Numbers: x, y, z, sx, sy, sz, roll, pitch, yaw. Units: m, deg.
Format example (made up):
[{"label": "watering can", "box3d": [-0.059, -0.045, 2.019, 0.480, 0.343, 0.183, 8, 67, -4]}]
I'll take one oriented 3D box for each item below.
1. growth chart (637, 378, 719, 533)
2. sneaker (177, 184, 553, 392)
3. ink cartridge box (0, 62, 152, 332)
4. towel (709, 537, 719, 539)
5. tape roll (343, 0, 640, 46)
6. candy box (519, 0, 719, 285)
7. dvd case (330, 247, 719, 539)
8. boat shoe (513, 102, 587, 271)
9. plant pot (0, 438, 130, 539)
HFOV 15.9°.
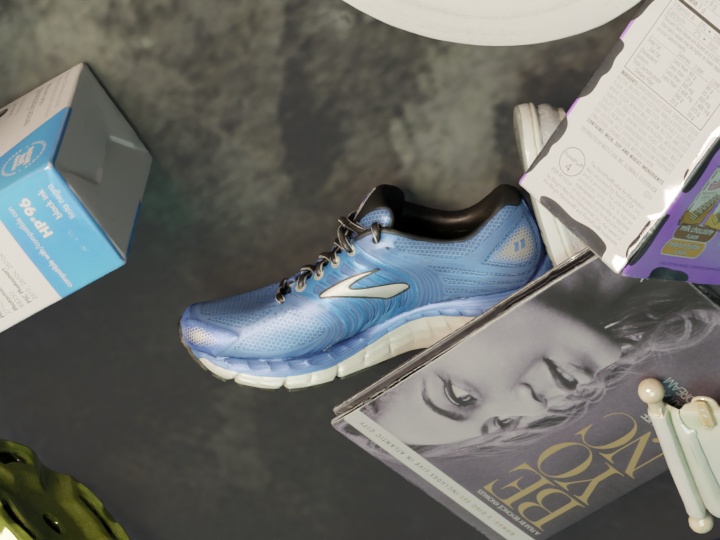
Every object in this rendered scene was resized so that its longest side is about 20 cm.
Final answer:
[{"label": "growth chart", "box3d": [0.247, 0.109, 1.307, 0.199, 0.018, 0.145, 3, 141, 20]}, {"label": "sneaker", "box3d": [0.000, 0.000, 1.331, 0.199, 0.079, 0.089, -15, 112, 3]}, {"label": "ink cartridge box", "box3d": [-0.210, -0.011, 1.304, 0.200, 0.116, 0.068, -28, 115, 18]}, {"label": "towel", "box3d": [0.200, 0.228, 1.429, 0.144, 0.024, 0.201, -7, 121, -32]}, {"label": "tape roll", "box3d": [0.058, -0.217, 1.123, 0.202, 0.139, 0.203, 7, 136, 6]}, {"label": "candy box", "box3d": [0.188, -0.092, 1.171, 0.072, 0.168, 0.200, 43, 109, 27]}, {"label": "dvd case", "box3d": [0.107, 0.066, 1.320, 0.200, 0.016, 0.149, -33, 126, 28]}, {"label": "boat shoe", "box3d": [0.135, -0.010, 1.313, 0.065, 0.075, 0.202, -25, 120, 10]}, {"label": "plant pot", "box3d": [-0.223, 0.197, 1.406, 0.200, 0.200, 0.190, 38, 104, -18]}]
